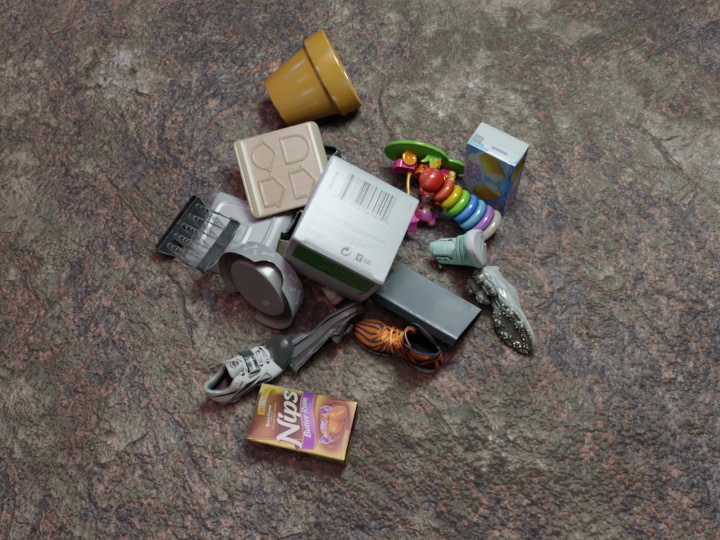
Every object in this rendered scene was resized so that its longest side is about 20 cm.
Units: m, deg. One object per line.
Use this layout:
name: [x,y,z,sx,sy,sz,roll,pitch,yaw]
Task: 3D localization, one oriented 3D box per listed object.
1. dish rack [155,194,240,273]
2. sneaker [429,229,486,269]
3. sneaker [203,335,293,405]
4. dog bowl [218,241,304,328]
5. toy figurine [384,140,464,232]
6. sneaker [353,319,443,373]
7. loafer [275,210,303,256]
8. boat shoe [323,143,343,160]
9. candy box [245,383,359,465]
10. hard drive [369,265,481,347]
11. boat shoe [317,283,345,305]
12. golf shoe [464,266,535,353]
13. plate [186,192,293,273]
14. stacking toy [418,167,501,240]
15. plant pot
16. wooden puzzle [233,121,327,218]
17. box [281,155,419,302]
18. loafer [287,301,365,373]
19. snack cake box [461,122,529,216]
dish rack: [-0.352,-0.076,1.515,0.200,0.055,0.154,23,77,48]
sneaker: [0.199,-0.040,1.440,0.118,0.200,0.074,1,83,13]
sneaker: [-0.224,0.196,1.382,0.200,0.089,0.074,-38,64,0]
dog bowl: [-0.201,0.026,1.435,0.200,0.200,0.059,32,56,18]
toy figurine: [0.132,-0.170,1.560,0.199,0.150,0.185,15,78,-15]
sneaker: [0.076,0.133,1.401,0.199,0.112,0.078,19,66,14]
loafer: [-0.159,-0.051,1.500,0.200,0.070,0.075,-55,38,4]
boat shoe: [-0.143,-0.274,1.643,0.200,0.066,0.072,-1,64,4]
candy box: [-0.112,0.302,1.364,0.199,0.057,0.117,9,66,10]
hard drive: [0.136,0.070,1.435,0.200,0.033,0.140,30,34,17]
boat shoe: [0.000,0.000,1.504,0.200,0.072,0.065,-37,103,-25]
golf shoe: [0.312,0.072,1.438,0.097,0.078,0.200,-25,78,-39]
plate: [-0.280,-0.081,1.578,0.199,0.032,0.200,16,67,12]
stacking toy: [0.209,-0.150,1.494,0.200,0.085,0.085,38,68,-18]
plant pot: [-0.122,-0.444,1.668,0.183,0.200,0.201,-27,64,8]
wooden puzzle: [-0.172,-0.228,1.585,0.199,0.046,0.186,-15,85,-6]
box: [-0.025,-0.077,1.385,0.199,0.171,0.200,27,71,-7]
loafer: [-0.068,0.141,1.428,0.200,0.072,0.063,-33,66,4]
snack cake box: [0.289,-0.218,1.509,0.115,0.200,0.067,29,70,17]
